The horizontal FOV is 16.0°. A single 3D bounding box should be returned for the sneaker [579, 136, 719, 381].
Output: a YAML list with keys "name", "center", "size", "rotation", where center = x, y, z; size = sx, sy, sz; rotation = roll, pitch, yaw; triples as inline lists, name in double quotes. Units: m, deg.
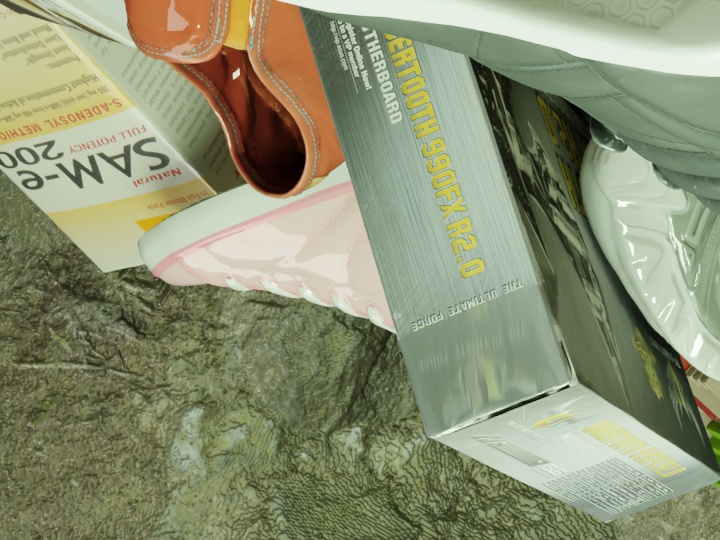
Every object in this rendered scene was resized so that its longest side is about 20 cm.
- name: "sneaker"
  center: [0.126, -0.005, 0.865]
  size: [0.200, 0.078, 0.099]
  rotation: [33, -178, -43]

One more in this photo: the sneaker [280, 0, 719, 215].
- name: "sneaker"
  center: [0.037, -0.062, 0.543]
  size: [0.199, 0.071, 0.099]
  rotation: [24, 170, 40]

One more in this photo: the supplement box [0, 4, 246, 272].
- name: "supplement box"
  center: [-0.129, -0.095, 1.170]
  size: [0.126, 0.074, 0.200]
  rotation: [-10, 132, 47]

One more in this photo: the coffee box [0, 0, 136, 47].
- name: "coffee box"
  center: [-0.131, -0.147, 0.930]
  size: [0.113, 0.080, 0.200]
  rotation: [29, 179, -20]

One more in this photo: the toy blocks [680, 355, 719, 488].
- name: "toy blocks"
  center: [0.169, 0.030, 1.323]
  size: [0.137, 0.100, 0.200]
  rotation: [42, 175, -16]

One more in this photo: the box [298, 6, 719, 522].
- name: "box"
  center: [0.050, -0.012, 0.818]
  size: [0.200, 0.048, 0.159]
  rotation: [33, -143, -66]

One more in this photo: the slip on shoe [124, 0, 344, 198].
- name: "slip on shoe"
  center: [-0.049, -0.097, 0.816]
  size: [0.074, 0.061, 0.200]
  rotation: [20, 154, 40]

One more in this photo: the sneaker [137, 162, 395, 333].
- name: "sneaker"
  center: [0.000, 0.000, 1.069]
  size: [0.199, 0.105, 0.075]
  rotation: [-18, -176, 29]
